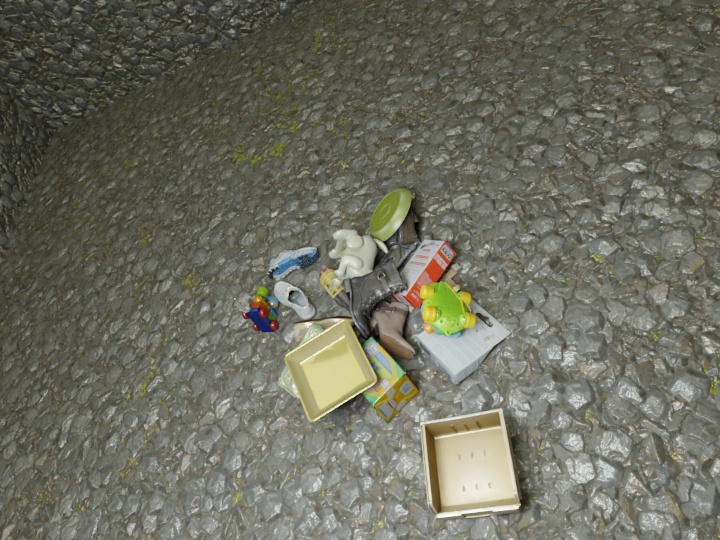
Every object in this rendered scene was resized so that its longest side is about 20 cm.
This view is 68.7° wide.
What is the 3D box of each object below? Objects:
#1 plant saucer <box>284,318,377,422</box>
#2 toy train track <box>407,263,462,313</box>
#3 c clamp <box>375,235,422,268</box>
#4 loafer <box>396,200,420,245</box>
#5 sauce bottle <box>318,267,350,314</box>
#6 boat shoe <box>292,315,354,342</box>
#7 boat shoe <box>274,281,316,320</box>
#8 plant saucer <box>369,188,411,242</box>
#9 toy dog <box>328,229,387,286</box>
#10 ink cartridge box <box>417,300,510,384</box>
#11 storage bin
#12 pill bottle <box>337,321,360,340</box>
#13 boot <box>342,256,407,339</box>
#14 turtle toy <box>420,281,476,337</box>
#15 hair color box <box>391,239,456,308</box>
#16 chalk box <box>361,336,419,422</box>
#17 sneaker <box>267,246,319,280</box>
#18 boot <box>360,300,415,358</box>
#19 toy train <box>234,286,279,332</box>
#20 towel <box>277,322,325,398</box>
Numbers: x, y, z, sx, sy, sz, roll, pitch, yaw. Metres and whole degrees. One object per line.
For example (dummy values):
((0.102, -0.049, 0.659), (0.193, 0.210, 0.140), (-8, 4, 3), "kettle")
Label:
((-0.074, 0.257, 1.347), (0.197, 0.049, 0.202), (-30, 56, 0), "plant saucer")
((0.213, 0.047, 1.534), (0.199, 0.033, 0.115), (-41, 49, -3), "toy train track")
((0.109, -0.036, 1.649), (0.200, 0.027, 0.170), (-46, 50, -9), "c clamp")
((0.154, -0.152, 1.683), (0.069, 0.074, 0.203), (11, 50, -2), "loafer")
((-0.061, 0.067, 1.641), (0.066, 0.066, 0.200), (-41, 49, -5), "sauce bottle")
((-0.107, 0.178, 1.595), (0.195, 0.071, 0.066), (-8, 89, 12), "boat shoe")
((-0.218, 0.080, 1.704), (0.071, 0.070, 0.198), (-42, 50, -20), "boat shoe")
((0.088, -0.185, 1.698), (0.200, 0.031, 0.203), (-43, 30, 32), "plant saucer")
((0.000, 0.000, 1.598), (0.189, 0.140, 0.204), (-1, 59, -24), "toy dog")
((0.275, 0.186, 1.410), (0.197, 0.058, 0.163), (-28, 46, -20), "ink cartridge box")
((0.250, 0.444, 1.199), (0.196, 0.094, 0.202), (-15, 52, 17), "storage bin")
((-0.089, 0.252, 1.495), (0.111, 0.113, 0.202), (24, 71, 37), "pill bottle")
((0.050, 0.072, 1.461), (0.170, 0.069, 0.204), (-19, 67, 3), "boot")
((0.218, 0.101, 1.402), (0.142, 0.102, 0.203), (11, 41, -9), "turtle toy")
((0.178, 0.007, 1.535), (0.201, 0.064, 0.110), (-53, 23, -12), "hair color box")
((0.038, 0.276, 1.406), (0.124, 0.125, 0.200), (-43, 48, -7), "chalk box")
((-0.234, -0.046, 1.807), (0.196, 0.075, 0.088), (-21, 45, 12), "sneaker")
((0.097, 0.155, 1.489), (0.197, 0.071, 0.146), (21, 49, 27), "boot")
((-0.325, 0.099, 1.668), (0.083, 0.201, 0.118), (-5, 50, 23), "toy train")
((-0.123, 0.252, 1.418), (0.146, 0.037, 0.202), (24, 71, 22), "towel")
